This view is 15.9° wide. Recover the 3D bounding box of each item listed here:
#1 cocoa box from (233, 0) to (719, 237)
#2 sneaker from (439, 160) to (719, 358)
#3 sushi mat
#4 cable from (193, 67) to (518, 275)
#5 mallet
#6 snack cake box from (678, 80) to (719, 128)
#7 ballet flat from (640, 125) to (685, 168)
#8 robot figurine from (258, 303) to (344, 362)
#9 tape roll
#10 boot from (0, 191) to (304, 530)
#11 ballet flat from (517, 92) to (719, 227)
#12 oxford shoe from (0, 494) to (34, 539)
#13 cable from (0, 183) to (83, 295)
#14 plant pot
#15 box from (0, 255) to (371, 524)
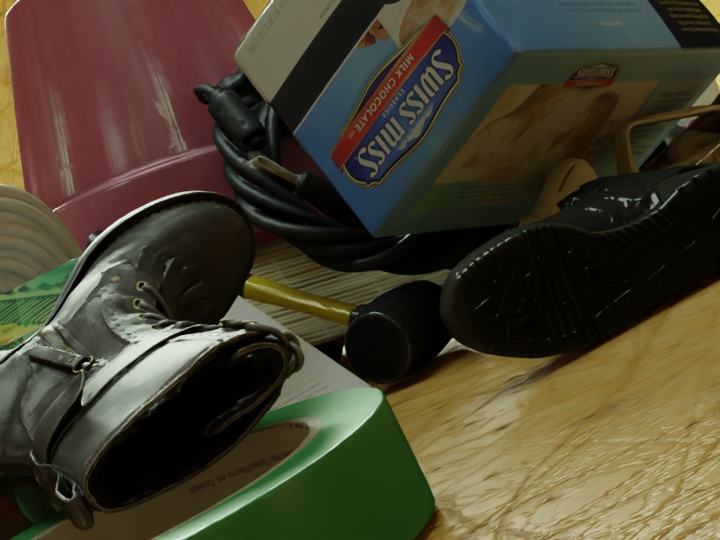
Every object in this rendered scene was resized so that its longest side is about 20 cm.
[{"bbox_3d":[0.067,-0.110,1.304,0.200,0.131,0.133,-7,-37,-50],"label":"cocoa box"},{"bbox_3d":[0.112,-0.009,1.186,0.200,0.060,0.104,-22,6,-19],"label":"sneaker"},{"bbox_3d":[0.000,0.000,1.371,0.200,0.012,0.096,-16,41,-22],"label":"sushi mat"},{"bbox_3d":[0.018,-0.059,1.358,0.200,0.163,0.051,-3,-50,-37],"label":"cable"},{"bbox_3d":[-0.044,0.008,1.317,0.200,0.041,0.066,18,22,28],"label":"mallet"},{"bbox_3d":[0.153,-0.082,1.574,0.115,0.067,0.200,-23,6,0],"label":"snack cake box"},{"bbox_3d":[0.093,-0.041,1.445,0.200,0.066,0.057,-21,-21,16],"label":"ballet flat"},{"bbox_3d":[-0.074,0.043,1.462,0.145,0.058,0.200,-29,8,-40],"label":"robot figurine"},{"bbox_3d":[-0.071,0.109,0.959,0.200,0.048,0.200,-25,6,3],"label":"tape roll"},{"bbox_3d":[-0.076,0.036,1.043,0.200,0.069,0.174,-45,22,-28],"label":"boot"},{"bbox_3d":[0.130,-0.036,1.290,0.200,0.065,0.071,-29,11,-25],"label":"ballet flat"},{"bbox_3d":[-0.115,0.087,1.235,0.200,0.070,0.075,-11,-34,-8],"label":"oxford shoe"},{"bbox_3d":[-0.207,0.051,1.286,0.069,0.200,0.200,7,41,32],"label":"cable"},{"bbox_3d":[-0.115,-0.080,1.469,0.200,0.179,0.200,-20,-7,-2],"label":"plant pot"},{"bbox_3d":[-0.105,0.057,1.162,0.144,0.036,0.200,-28,36,-25],"label":"box"}]
